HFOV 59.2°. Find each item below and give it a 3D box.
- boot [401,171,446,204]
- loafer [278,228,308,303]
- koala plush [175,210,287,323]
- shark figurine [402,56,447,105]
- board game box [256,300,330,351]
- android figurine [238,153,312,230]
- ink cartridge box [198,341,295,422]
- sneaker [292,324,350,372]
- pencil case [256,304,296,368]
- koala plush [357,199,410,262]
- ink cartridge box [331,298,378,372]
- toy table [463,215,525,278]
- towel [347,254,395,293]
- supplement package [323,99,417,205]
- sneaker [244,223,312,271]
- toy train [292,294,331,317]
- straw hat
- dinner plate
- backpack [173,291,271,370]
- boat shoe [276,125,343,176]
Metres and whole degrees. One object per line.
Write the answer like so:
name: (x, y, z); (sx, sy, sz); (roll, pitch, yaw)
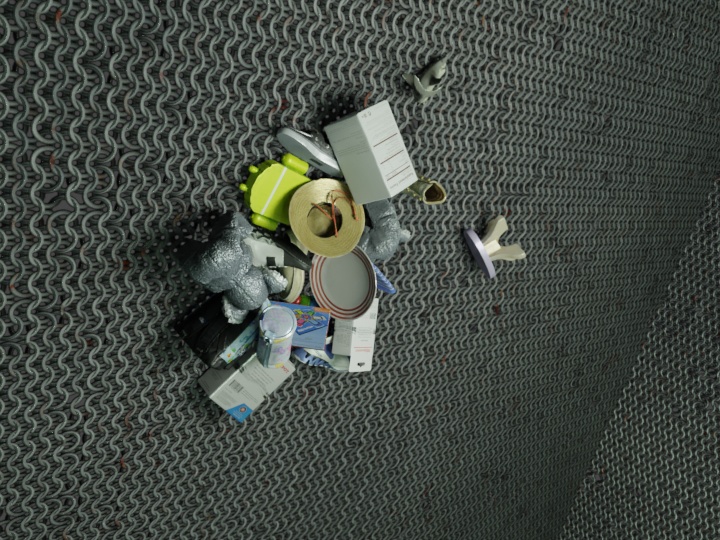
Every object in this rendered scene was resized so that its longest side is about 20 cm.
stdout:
boot: (0.110, -0.227, 1.593); (0.199, 0.155, 0.072); (14, 106, -42)
loafer: (-0.177, -0.017, 1.552); (0.068, 0.076, 0.201); (2, 104, -38)
koala plush: (-0.271, 0.009, 1.358); (0.177, 0.184, 0.200); (-36, 115, -1)
shark figurine: (0.139, -0.448, 1.526); (0.089, 0.215, 0.128); (35, 126, -8)
board game box: (-0.178, 0.132, 1.553); (0.019, 0.199, 0.104); (69, 29, -79)
android figurine: (-0.191, -0.181, 1.462); (0.200, 0.041, 0.183); (18, 104, -46)
ink cartridge box: (-0.288, 0.265, 1.617); (0.200, 0.084, 0.146); (-44, 134, -10)
sneaker: (-0.081, 0.208, 1.750); (0.199, 0.081, 0.116); (17, 106, -41)
pencil case: (-0.193, 0.155, 1.437); (0.083, 0.091, 0.200); (13, 152, -4)
koala plush: (0.039, -0.085, 1.626); (0.177, 0.184, 0.200); (-38, 154, 0)
ink cartridge box: (-0.016, 0.170, 1.723); (0.116, 0.068, 0.201); (11, 84, -56)
toy table: (0.401, -0.074, 1.912); (0.117, 0.184, 0.200); (-31, 145, 1)
towel: (0.000, 0.000, 1.625); (0.024, 0.144, 0.200); (-62, 148, -12)
supplement package: (0.025, -0.270, 1.463); (0.117, 0.117, 0.201); (-38, 111, -42)
sneaker: (-0.210, -0.036, 1.473); (0.199, 0.074, 0.089); (28, 106, -5)
toy train: (-0.136, 0.158, 1.593); (0.085, 0.115, 0.201); (70, 28, -64)
straw hat: (-0.092, -0.113, 1.501); (0.200, 0.085, 0.202); (8, 72, -26)
dinner plate: (-0.041, 0.023, 1.539); (0.024, 0.200, 0.201); (-13, 124, -54)
backpack: (-0.303, 0.117, 1.480); (0.200, 0.163, 0.154); (-53, 152, -2)
boat shoe: (-0.105, -0.288, 1.455); (0.200, 0.070, 0.067); (27, 72, -36)
